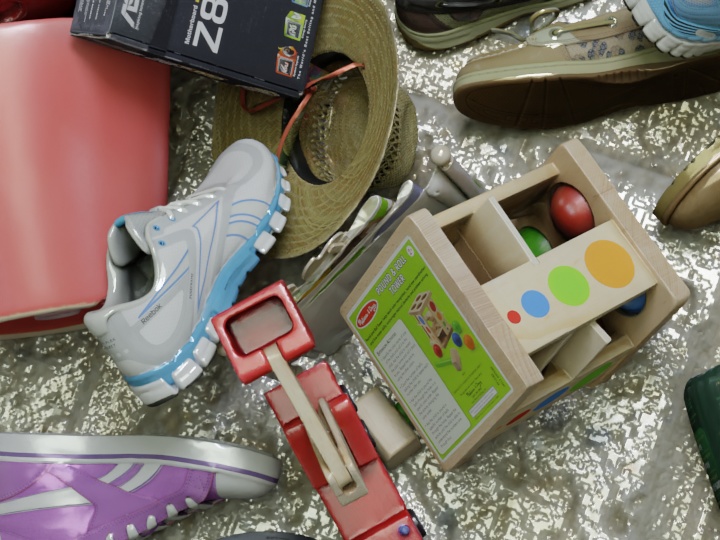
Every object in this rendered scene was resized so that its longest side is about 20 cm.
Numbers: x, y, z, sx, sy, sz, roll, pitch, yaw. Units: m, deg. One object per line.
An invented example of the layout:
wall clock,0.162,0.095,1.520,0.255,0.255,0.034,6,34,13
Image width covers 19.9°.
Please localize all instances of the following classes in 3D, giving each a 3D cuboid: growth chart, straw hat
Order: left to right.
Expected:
straw hat,-0.008,-0.096,1.344,0.201,0.085,0.202,-20,63,46
growth chart,0.000,0.000,1.297,0.200,0.145,0.018,-42,67,-2

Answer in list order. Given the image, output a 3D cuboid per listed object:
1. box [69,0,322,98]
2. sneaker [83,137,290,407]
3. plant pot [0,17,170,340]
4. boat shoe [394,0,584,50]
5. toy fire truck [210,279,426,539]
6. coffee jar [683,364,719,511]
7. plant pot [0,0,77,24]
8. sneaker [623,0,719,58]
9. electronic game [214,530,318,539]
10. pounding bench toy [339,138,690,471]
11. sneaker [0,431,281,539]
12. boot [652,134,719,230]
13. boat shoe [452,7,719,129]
box,-0.086,-0.222,1.277,0.049,0.161,0.200,12,88,48
sneaker,-0.109,-0.019,1.261,0.075,0.087,0.200,-18,37,40
plant pot,-0.210,-0.053,1.321,0.200,0.200,0.178,-10,83,5
boat shoe,0.115,-0.212,1.374,0.200,0.065,0.073,-29,72,-1
toy fire truck,-0.018,0.105,1.236,0.049,0.141,0.200,-29,88,0
coffee jar,0.268,0.152,1.249,0.104,0.085,0.200,-11,74,1
plant pot,-0.239,-0.240,1.301,0.182,0.200,0.201,-4,71,-31
sneaker,0.261,-0.180,1.296,0.200,0.090,0.079,-8,63,-41
electronic game,-0.060,0.263,1.286,0.199,0.042,0.200,-1,70,2
pounding bench toy,0.087,0.035,1.292,0.156,0.200,0.124,-25,74,-32
sneaker,-0.147,0.162,1.315,0.200,0.073,0.115,-2,79,18
boot,0.312,-0.022,1.300,0.175,0.066,0.200,-38,75,-3
boat shoe,0.156,-0.141,1.353,0.200,0.073,0.063,-8,67,-6
